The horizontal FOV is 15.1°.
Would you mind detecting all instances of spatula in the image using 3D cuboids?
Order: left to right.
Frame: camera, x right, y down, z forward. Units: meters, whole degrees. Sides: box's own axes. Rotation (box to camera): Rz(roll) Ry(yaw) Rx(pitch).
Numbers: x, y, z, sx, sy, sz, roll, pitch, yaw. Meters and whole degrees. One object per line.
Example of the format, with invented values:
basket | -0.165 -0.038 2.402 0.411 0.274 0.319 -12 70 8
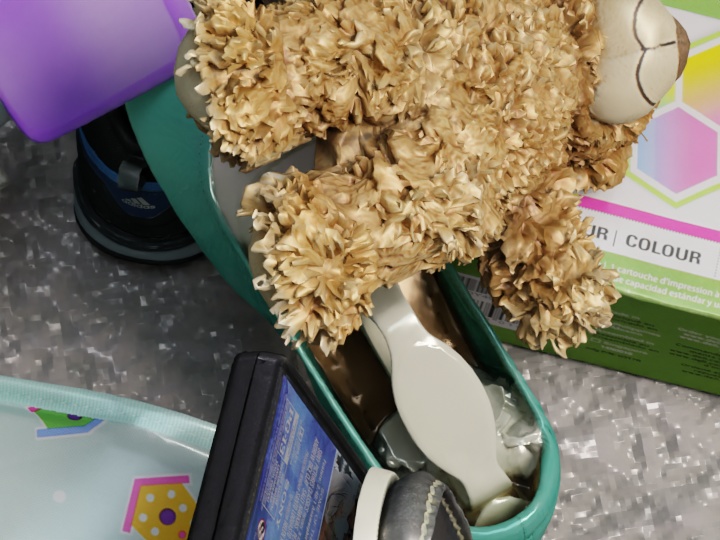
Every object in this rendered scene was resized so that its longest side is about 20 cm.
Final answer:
spatula | -0.127 -0.035 0.752 0.200 0.021 0.057 -39 115 -31

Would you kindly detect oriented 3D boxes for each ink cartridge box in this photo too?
ink cartridge box | 0.103 -0.071 0.904 0.147 0.076 0.201 14 70 0

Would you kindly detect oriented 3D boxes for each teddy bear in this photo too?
teddy bear | 0.029 -0.048 0.761 0.200 0.067 0.145 1 69 -43

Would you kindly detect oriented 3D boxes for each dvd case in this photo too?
dvd case | -0.012 0.129 0.746 0.017 0.200 0.143 3 63 21

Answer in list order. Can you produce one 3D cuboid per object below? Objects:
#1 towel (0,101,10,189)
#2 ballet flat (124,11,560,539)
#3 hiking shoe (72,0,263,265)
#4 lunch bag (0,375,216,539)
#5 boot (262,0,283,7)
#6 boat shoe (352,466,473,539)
towel | -0.203 -0.078 0.786 0.200 0.048 0.171 54 36 -4
ballet flat | 0.000 0.000 0.804 0.067 0.070 0.200 -33 91 -15
hiking shoe | -0.054 -0.105 0.898 0.074 0.087 0.201 4 70 -4
lunch bag | -0.106 0.122 0.792 0.199 0.122 0.171 12 68 6
boot | 0.017 -0.140 0.866 0.075 0.097 0.200 27 34 -21
boat shoe | 0.046 0.130 0.767 0.067 0.200 0.072 -9 35 19
